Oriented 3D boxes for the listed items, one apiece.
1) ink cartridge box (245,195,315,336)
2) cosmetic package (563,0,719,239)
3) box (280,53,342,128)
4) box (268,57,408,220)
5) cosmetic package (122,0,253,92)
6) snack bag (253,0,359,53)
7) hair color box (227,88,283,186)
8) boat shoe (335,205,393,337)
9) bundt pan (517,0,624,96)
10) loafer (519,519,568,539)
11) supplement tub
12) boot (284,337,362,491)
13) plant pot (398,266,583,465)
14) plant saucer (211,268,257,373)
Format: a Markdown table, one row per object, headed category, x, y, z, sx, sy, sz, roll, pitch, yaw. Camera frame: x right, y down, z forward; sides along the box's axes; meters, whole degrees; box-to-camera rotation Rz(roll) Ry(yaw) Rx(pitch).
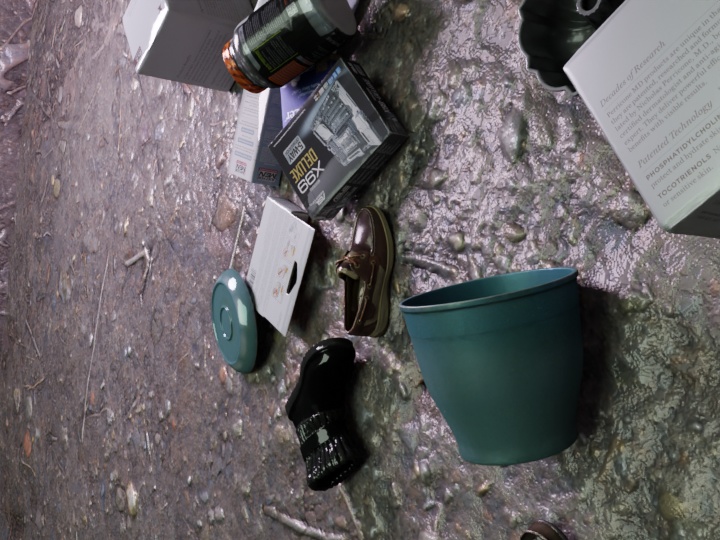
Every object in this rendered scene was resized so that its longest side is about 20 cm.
| category | x | y | z | sx | sy | sz | roll | pitch | yaw |
| --- | --- | --- | --- | --- | --- | --- | --- | --- | --- |
| ink cartridge box | -0.131 | -0.009 | 1.383 | 0.174 | 0.044 | 0.200 | 34 | 114 | 48 |
| cosmetic package | 0.327 | -0.153 | 0.705 | 0.166 | 0.167 | 0.200 | -48 | 50 | 39 |
| box | -0.077 | -0.246 | 1.319 | 0.121 | 0.032 | 0.200 | -9 | 84 | 38 |
| box | -0.039 | -0.199 | 1.235 | 0.200 | 0.050 | 0.158 | -44 | 65 | 31 |
| cosmetic package | -0.333 | -0.479 | 1.561 | 0.165 | 0.200 | 0.165 | -47 | 52 | 38 |
| snack bag | -0.091 | -0.443 | 1.326 | 0.189 | 0.021 | 0.200 | 41 | 124 | 16 |
| hair color box | -0.178 | -0.263 | 1.455 | 0.099 | 0.061 | 0.200 | 27 | 107 | 50 |
| boat shoe | 0.000 | 0.000 | 1.189 | 0.072 | 0.072 | 0.200 | 0 | 87 | 52 |
| bundt pan | 0.270 | -0.284 | 0.864 | 0.202 | 0.076 | 0.202 | -6 | 82 | 51 |
| loafer | 0.195 | 0.386 | 0.900 | 0.073 | 0.071 | 0.200 | 5 | 91 | 52 |
| supplement tub | -0.116 | -0.373 | 1.266 | 0.200 | 0.122 | 0.123 | -26 | 65 | 28 |
| boot | -0.043 | 0.221 | 1.215 | 0.158 | 0.079 | 0.211 | -114 | 35 | -41 |
| plant pot | 0.161 | 0.108 | 0.891 | 0.200 | 0.200 | 0.188 | -9 | 95 | 52 |
| plant saucer | -0.242 | 0.097 | 1.491 | 0.200 | 0.027 | 0.200 | 27 | 121 | 57 |
